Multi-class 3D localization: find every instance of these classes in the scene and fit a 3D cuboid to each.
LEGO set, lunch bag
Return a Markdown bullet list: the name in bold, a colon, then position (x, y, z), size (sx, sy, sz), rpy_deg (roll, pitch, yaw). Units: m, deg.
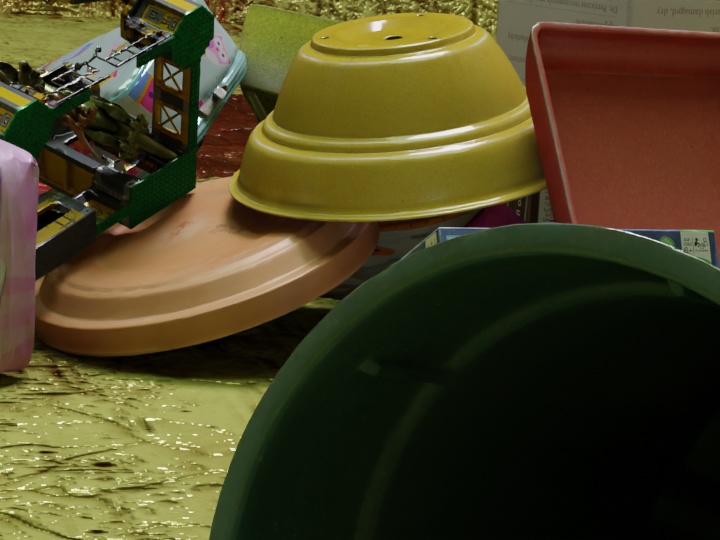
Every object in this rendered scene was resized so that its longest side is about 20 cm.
- **LEGO set**: position (-0.180, -0.087, 1.273), size (0.116, 0.154, 0.200), rpy_deg (26, 50, 27)
- **lunch bag**: position (-0.170, -0.097, 1.483), size (0.200, 0.077, 0.160), rpy_deg (-21, 23, 34)

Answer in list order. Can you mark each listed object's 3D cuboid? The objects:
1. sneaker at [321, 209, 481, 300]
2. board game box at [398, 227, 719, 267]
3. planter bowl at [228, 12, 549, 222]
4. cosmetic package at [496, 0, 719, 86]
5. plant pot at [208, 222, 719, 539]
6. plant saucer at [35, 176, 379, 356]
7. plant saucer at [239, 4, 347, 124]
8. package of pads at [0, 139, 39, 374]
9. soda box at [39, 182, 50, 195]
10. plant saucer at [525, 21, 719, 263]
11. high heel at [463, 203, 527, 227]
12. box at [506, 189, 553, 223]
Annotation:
- **sneaker**: position (0.000, 0.000, 1.363), size (0.200, 0.092, 0.076), rpy_deg (-12, 41, 25)
- **board game box**: position (0.068, 0.023, 1.100), size (0.135, 0.034, 0.200), rpy_deg (0, -15, -19)
- **planter bowl**: position (0.022, -0.095, 1.279), size (0.200, 0.084, 0.200), rpy_deg (-5, 17, 1)
- **cosmetic package**: position (0.210, -0.129, 1.720), size (0.166, 0.200, 0.167), rpy_deg (-4, 13, -32)
- **plant pot**: position (0.096, 0.090, 0.605), size (0.200, 0.200, 0.196), rpy_deg (11, 6, 35)
- **plant saucer**: position (-0.089, -0.010, 1.276), size (0.200, 0.032, 0.200), rpy_deg (-13, 21, 5)
- **plant saucer**: position (0.003, -0.068, 1.481), size (0.048, 0.200, 0.200), rpy_deg (-39, 29, -20)
- **package of pads**: position (-0.238, 0.004, 1.094), size (0.076, 0.121, 0.200), rpy_deg (9, 13, 27)
- **soda box**: position (-0.260, -0.019, 1.360), size (0.200, 0.063, 0.070), rpy_deg (1, 12, -14)
- **plant saucer**: position (0.172, -0.033, 1.258), size (0.200, 0.200, 0.037), rpy_deg (-2, -14, -42)
- **high heel**: position (0.115, -0.010, 1.313), size (0.200, 0.096, 0.067), rpy_deg (-9, 37, -47)
- **box**: position (0.102, -0.055, 1.570), size (0.075, 0.100, 0.200), rpy_deg (0, 11, -19)
